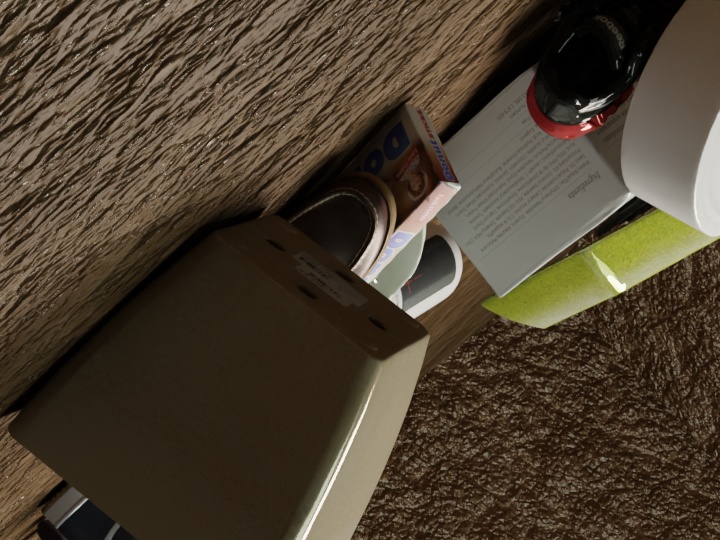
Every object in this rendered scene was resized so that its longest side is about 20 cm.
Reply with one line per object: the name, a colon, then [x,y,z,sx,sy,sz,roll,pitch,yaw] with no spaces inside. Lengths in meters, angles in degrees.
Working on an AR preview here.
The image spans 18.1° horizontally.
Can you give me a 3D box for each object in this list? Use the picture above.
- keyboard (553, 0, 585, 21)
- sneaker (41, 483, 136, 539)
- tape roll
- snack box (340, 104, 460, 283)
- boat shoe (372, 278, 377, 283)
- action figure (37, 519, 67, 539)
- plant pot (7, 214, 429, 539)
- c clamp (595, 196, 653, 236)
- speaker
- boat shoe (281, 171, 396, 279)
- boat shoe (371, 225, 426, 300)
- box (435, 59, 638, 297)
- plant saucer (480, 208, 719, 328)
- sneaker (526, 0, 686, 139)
keyboard: [0.211,-0.239,1.755,0.127,0.021,0.200,-45,172,23]
sneaker: [-0.159,0.179,1.889,0.200,0.109,0.070,-39,174,-27]
tape roll: [0.282,-0.130,1.708,0.202,0.071,0.203,-38,145,-33]
snack box: [-0.008,-0.025,1.606,0.024,0.072,0.200,10,136,-41]
boat shoe: [-0.014,-0.004,1.737,0.073,0.067,0.200,-40,173,-19]
action figure: [-0.209,0.211,2.002,0.200,0.069,0.130,-42,166,-46]
plant pot: [-0.069,0.077,1.456,0.177,0.199,0.200,-55,171,15]
c clamp: [0.279,-0.088,1.973,0.200,0.027,0.171,-38,175,41]
speaker: [0.021,0.012,2.015,0.081,0.081,0.200,-45,173,24]
boat shoe: [-0.053,0.010,1.572,0.200,0.070,0.070,-46,174,32]
boat shoe: [0.001,0.001,1.858,0.072,0.070,0.201,-81,-168,-53]
box: [0.181,-0.110,1.864,0.199,0.131,0.200,-36,177,-40]
plant saucer: [0.228,-0.013,1.944,0.199,0.048,0.200,-26,178,-27]
sneaker: [0.202,-0.182,1.674,0.200,0.071,0.098,-45,170,0]
